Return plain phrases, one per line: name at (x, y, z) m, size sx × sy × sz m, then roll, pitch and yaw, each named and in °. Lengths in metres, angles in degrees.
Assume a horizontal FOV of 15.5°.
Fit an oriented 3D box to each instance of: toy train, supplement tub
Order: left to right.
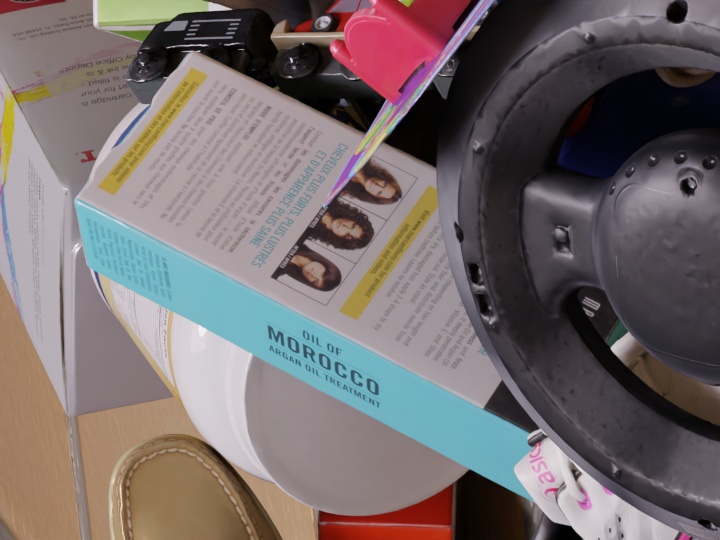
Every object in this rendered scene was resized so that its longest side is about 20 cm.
supplement tub at (-0.026, 0.005, 1.124) m, size 0.200 × 0.144 × 0.145 m, roll -135°, pitch 39°, yaw -58°
toy train at (0.000, -0.083, 1.013) m, size 0.034 × 0.199 × 0.046 m, roll 58°, pitch -137°, yaw -45°
toy train at (0.095, -0.091, 0.853) m, size 0.200 × 0.084 × 0.116 m, roll 121°, pitch 152°, yaw -56°

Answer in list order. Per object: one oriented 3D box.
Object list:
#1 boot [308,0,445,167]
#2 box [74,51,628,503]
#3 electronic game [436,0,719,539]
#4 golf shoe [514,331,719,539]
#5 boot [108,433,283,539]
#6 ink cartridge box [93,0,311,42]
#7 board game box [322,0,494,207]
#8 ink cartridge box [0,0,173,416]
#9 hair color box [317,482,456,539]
boot at (0.020, -0.092, 1.091) m, size 0.097 × 0.074 × 0.201 m, roll 75°, pitch 174°, yaw -61°
box at (0.000, 0.000, 0.976) m, size 0.199 × 0.082 × 0.049 m, roll 27°, pitch 152°, yaw 17°
electronic game at (0.107, -0.004, 0.781) m, size 0.199 × 0.042 × 0.201 m, roll 20°, pitch 126°, yaw 31°
golf shoe at (0.101, 0.058, 0.874) m, size 0.200 × 0.092 × 0.073 m, roll 102°, pitch 152°, yaw -46°
boot at (-0.055, 0.153, 1.022) m, size 0.155 × 0.072 × 0.201 m, roll 75°, pitch 179°, yaw -80°
ink cartridge box at (-0.079, -0.175, 1.102) m, size 0.200 × 0.075 × 0.149 m, roll 6°, pitch -97°, yaw -72°
board game box at (0.030, -0.108, 0.848) m, size 0.158 × 0.039 × 0.200 m, roll -51°, pitch 4°, yaw 25°
ink cartridge box at (-0.109, -0.050, 1.333) m, size 0.200 × 0.145 × 0.145 m, roll -122°, pitch 28°, yaw -48°
hair color box at (0.011, 0.167, 1.187) m, size 0.102 × 0.061 × 0.201 m, roll -85°, pitch -4°, yaw -60°
